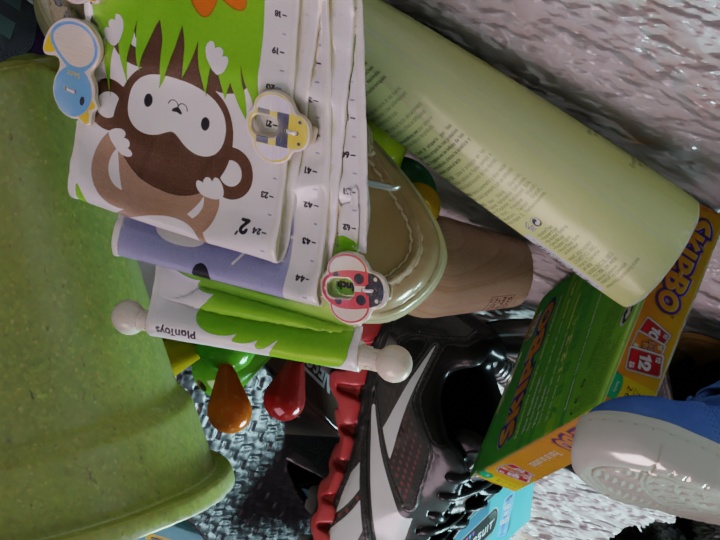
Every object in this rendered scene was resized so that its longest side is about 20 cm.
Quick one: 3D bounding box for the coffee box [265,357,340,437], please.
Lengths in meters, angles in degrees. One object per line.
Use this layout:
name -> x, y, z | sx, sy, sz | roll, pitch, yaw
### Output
coffee box -> -0.107, 0.024, 1.297 | 0.199, 0.080, 0.113 | 1, 154, 28

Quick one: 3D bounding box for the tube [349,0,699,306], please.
tube -> 0.036, -0.061, 0.973 | 0.200, 0.052, 0.058 | 33, 123, -8

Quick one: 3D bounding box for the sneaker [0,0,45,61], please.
sneaker -> -0.200, -0.055, 1.132 | 0.087, 0.075, 0.200 | 25, 133, -18

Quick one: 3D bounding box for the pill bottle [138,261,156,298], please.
pill bottle -> -0.183, -0.031, 1.224 | 0.199, 0.115, 0.114 | 13, 160, 29

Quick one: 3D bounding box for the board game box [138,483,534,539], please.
board game box -> -0.010, 0.135, 1.414 | 0.150, 0.047, 0.200 | 15, -156, 22

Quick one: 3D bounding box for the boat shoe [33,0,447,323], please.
boat shoe -> -0.050, -0.058, 0.963 | 0.200, 0.073, 0.063 | 41, 170, 7

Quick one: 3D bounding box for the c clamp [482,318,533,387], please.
c clamp -> 0.113, 0.072, 1.300 | 0.170, 0.027, 0.200 | 7, 156, 41

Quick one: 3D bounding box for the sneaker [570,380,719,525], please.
sneaker -> 0.160, 0.044, 0.989 | 0.199, 0.112, 0.077 | 16, 168, -38

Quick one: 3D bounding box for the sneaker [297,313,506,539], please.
sneaker -> 0.027, 0.105, 1.239 | 0.098, 0.201, 0.071 | 14, -166, 33

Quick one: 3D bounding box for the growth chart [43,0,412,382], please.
growth chart -> -0.054, -0.060, 0.924 | 0.144, 0.201, 0.018 | 3, -161, 28

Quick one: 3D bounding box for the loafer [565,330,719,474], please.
loafer -> 0.156, 0.056, 1.149 | 0.200, 0.073, 0.072 | -6, 122, 46

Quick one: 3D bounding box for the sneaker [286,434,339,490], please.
sneaker -> -0.038, 0.070, 1.359 | 0.199, 0.105, 0.060 | 18, 163, 17

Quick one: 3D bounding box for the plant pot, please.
plant pot -> -0.162, 0.012, 1.022 | 0.200, 0.185, 0.200 | -9, -174, 1

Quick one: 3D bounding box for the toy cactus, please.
toy cactus -> 0.000, 0.000, 1.097 | 0.164, 0.102, 0.200 | 3, 133, -26

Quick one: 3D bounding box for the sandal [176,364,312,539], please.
sandal -> -0.067, 0.092, 1.242 | 0.045, 0.075, 0.200 | 57, 171, 39

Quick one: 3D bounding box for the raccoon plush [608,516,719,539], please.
raccoon plush -> 0.203, 0.133, 1.133 | 0.134, 0.200, 0.097 | -10, 110, 60

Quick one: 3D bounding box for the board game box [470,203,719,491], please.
board game box -> 0.096, 0.037, 1.098 | 0.030, 0.096, 0.200 | 26, 163, -9
